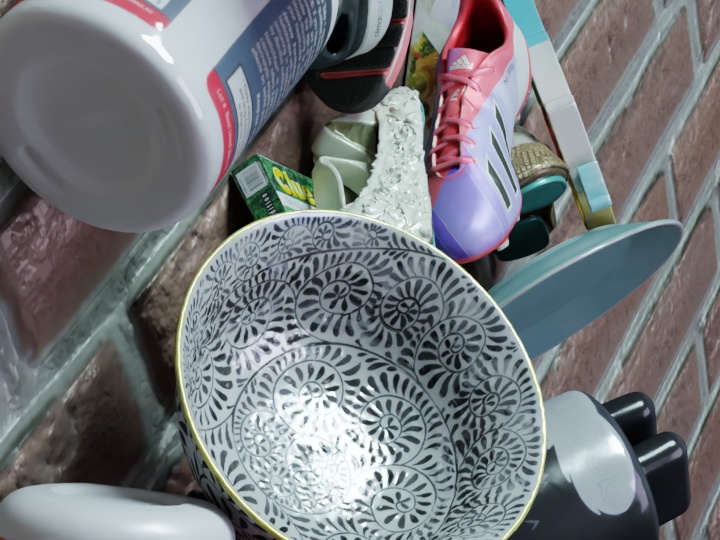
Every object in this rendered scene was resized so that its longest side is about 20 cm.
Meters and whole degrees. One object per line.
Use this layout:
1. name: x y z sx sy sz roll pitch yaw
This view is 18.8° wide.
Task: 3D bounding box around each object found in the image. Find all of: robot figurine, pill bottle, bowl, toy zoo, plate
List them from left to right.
1. pill bottle: -0.122 0.203 1.006 0.112 0.112 0.200 5 91 -64
2. pill bottle: -0.079 -0.120 1.013 0.200 0.119 0.120 -55 142 -44
3. bowl: -0.016 0.078 1.089 0.094 0.201 0.201 -48 -171 50
4. robot figurine: 0.112 0.155 1.397 0.125 0.200 0.150 67 -12 -5
5. plate: 0.124 0.018 1.438 0.026 0.200 0.200 58 20 16
6. toy zoo: 0.129 -0.111 1.437 0.131 0.020 0.200 64 8 -49

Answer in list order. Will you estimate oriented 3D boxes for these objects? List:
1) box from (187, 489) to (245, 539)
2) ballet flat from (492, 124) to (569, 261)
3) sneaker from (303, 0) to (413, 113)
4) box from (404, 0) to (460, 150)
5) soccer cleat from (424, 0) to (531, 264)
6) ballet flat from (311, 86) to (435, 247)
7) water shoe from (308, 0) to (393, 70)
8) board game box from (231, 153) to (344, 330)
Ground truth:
1. box: -0.027 0.248 1.205 0.200 0.123 0.199 39 62 -60
2. ballet flat: 0.095 -0.057 1.414 0.200 0.070 0.065 92 -20 -77
3. sneaker: 0.011 -0.189 1.236 0.087 0.074 0.201 -15 109 -64
4. box: 0.046 -0.076 1.374 0.041 0.039 0.200 12 85 -63
5. soccer cleat: 0.062 -0.084 1.271 0.200 0.067 0.077 -74 151 -47
6. ballet flat: 0.005 -0.058 1.232 0.200 0.072 0.072 -96 178 -62
7. water shoe: -0.034 -0.202 1.139 0.079 0.071 0.200 -26 110 -38
8. board game box: 0.000 0.000 1.251 0.200 0.023 0.105 22 40 -63
